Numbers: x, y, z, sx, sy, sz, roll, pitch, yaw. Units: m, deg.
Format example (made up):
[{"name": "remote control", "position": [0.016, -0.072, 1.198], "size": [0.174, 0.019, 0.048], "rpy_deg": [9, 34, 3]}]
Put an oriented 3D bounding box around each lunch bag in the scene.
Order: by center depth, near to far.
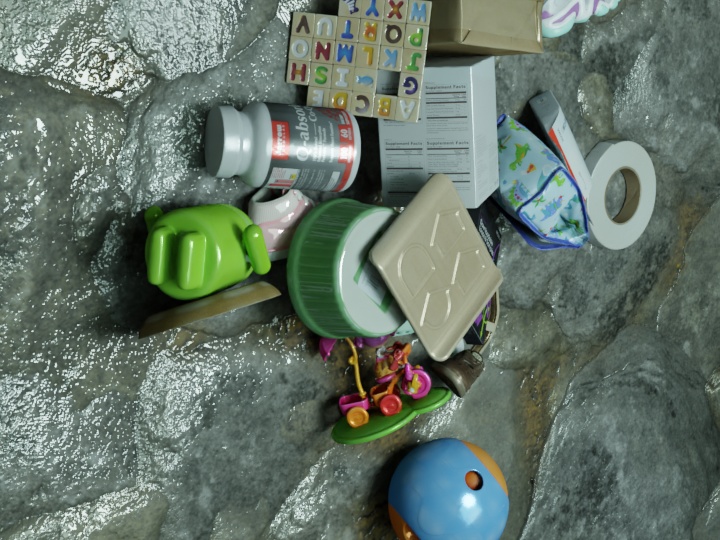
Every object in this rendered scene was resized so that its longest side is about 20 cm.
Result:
[{"name": "lunch bag", "position": [0.281, -0.130, 1.798], "size": [0.127, 0.171, 0.199], "rpy_deg": [-45, 142, 10]}]

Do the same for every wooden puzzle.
[{"name": "wooden puzzle", "position": [0.104, -0.005, 1.565], "size": [0.186, 0.046, 0.201], "rpy_deg": [-50, 120, -29]}]

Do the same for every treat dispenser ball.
[{"name": "treat dispenser ball", "position": [0.143, 0.375, 1.790], "size": [0.198, 0.199, 0.205], "rpy_deg": [-9, 105, -36]}]

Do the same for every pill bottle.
[{"name": "pill bottle", "position": [-0.108, -0.171, 1.519], "size": [0.196, 0.115, 0.118], "rpy_deg": [1, 99, -25]}]

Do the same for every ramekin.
[{"name": "ramekin", "position": [0.000, 0.000, 1.560], "size": [0.198, 0.097, 0.204], "rpy_deg": [-5, 97, -43]}]

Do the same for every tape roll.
[{"name": "tape roll", "position": [0.475, -0.142, 2.051], "size": [0.200, 0.037, 0.207], "rpy_deg": [-10, 106, -37]}]

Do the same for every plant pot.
[{"name": "plant pot", "position": [-0.202, 0.049, 1.461], "size": [0.198, 0.199, 0.028], "rpy_deg": [-17, 90, -34]}]

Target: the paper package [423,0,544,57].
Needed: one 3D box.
[{"name": "paper package", "position": [0.145, -0.376, 1.634], "size": [0.188, 0.198, 0.106], "rpy_deg": [-3, 97, -38]}]

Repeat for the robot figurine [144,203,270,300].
[{"name": "robot figurine", "position": [-0.206, -0.026, 1.448], "size": [0.200, 0.172, 0.118], "rpy_deg": [-21, 117, -69]}]

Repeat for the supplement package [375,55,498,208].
[{"name": "supplement package", "position": [0.117, -0.209, 1.648], "size": [0.152, 0.148, 0.204], "rpy_deg": [-39, 128, -65]}]

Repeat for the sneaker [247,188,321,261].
[{"name": "sneaker", "position": [-0.078, -0.086, 1.598], "size": [0.197, 0.075, 0.107], "rpy_deg": [-16, 114, -31]}]

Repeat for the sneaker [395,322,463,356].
[{"name": "sneaker", "position": [0.099, 0.086, 1.795], "size": [0.116, 0.075, 0.202], "rpy_deg": [-20, 139, 4]}]

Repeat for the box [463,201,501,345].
[{"name": "box", "position": [0.185, 0.000, 1.782], "size": [0.143, 0.035, 0.204], "rpy_deg": [52, 44, -59]}]

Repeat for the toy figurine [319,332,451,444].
[{"name": "toy figurine", "position": [0.018, 0.138, 1.678], "size": [0.197, 0.150, 0.187], "rpy_deg": [-19, 102, 6]}]

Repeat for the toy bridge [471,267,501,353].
[{"name": "toy bridge", "position": [0.203, 0.091, 1.890], "size": [0.067, 0.027, 0.204], "rpy_deg": [16, 90, -40]}]

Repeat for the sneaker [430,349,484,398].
[{"name": "sneaker", "position": [0.160, 0.153, 1.760], "size": [0.070, 0.200, 0.076], "rpy_deg": [44, 88, 6]}]

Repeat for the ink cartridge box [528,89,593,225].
[{"name": "ink cartridge box", "position": [0.353, -0.191, 1.850], "size": [0.047, 0.201, 0.161], "rpy_deg": [-26, 122, 8]}]

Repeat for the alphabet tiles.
[{"name": "alphabet tiles", "position": [-0.005, -0.306, 1.564], "size": [0.008, 0.196, 0.171], "rpy_deg": [-38, 136, -79]}]

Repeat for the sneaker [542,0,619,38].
[{"name": "sneaker", "position": [0.362, -0.492, 1.862], "size": [0.199, 0.077, 0.142], "rpy_deg": [-33, 119, -29]}]
